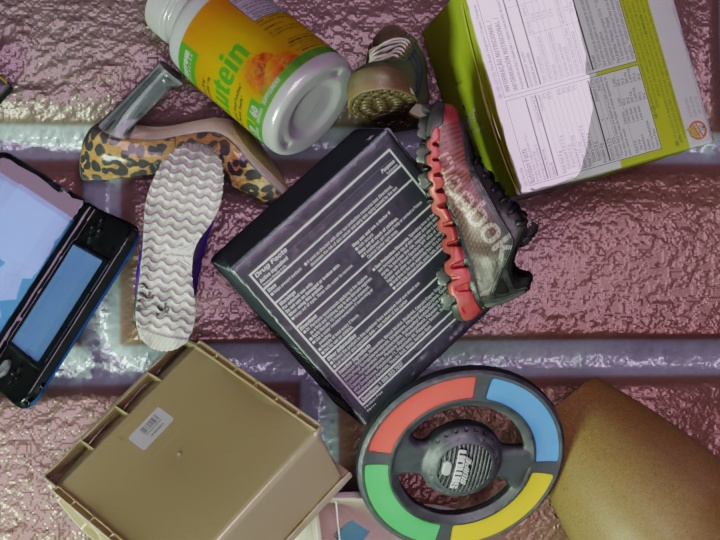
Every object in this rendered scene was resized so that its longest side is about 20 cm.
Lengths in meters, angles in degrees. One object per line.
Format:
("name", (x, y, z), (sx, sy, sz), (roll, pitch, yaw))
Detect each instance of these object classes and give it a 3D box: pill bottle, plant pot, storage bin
("pill bottle", (-0.113, -0.210, 1.366), (0.200, 0.111, 0.111), (41, 82, 22))
("plant pot", (0.260, 0.211, 1.394), (0.186, 0.186, 0.200), (-39, 76, -8))
("storage bin", (-0.154, 0.191, 1.311), (0.198, 0.094, 0.200), (31, 68, 33))

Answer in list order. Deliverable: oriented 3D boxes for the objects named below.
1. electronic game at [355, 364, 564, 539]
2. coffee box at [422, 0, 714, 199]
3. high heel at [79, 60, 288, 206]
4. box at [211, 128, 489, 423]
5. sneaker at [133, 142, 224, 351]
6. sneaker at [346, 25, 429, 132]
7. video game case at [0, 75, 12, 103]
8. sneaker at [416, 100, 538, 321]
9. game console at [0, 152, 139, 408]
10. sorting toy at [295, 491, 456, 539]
("electronic game", (0.094, 0.177, 1.330), (0.200, 0.042, 0.200), (-5, 118, -9))
("coffee box", (0.193, -0.183, 1.383), (0.197, 0.200, 0.200), (-16, 90, -8))
("high heel", (-0.174, -0.094, 1.412), (0.200, 0.071, 0.143), (42, 104, -15))
("box", (0.000, 0.000, 1.364), (0.200, 0.123, 0.198), (-42, 105, -8))
("sneaker", (-0.184, -0.025, 1.373), (0.069, 0.100, 0.200), (13, 88, -12))
("sneaker", (0.025, -0.193, 1.369), (0.067, 0.200, 0.090), (-7, 84, 13))
("video game case", (-0.473, -0.164, 1.383), (0.181, 0.026, 0.200), (40, 83, -4))
("sneaker", (0.106, -0.058, 1.271), (0.098, 0.071, 0.201), (-11, 100, 10))
("game console", (-0.330, 0.005, 1.349), (0.118, 0.171, 0.200), (35, 82, -31))
("sorting toy", (0.024, 0.307, 1.388), (0.180, 0.107, 0.200), (-5, 86, -15))
